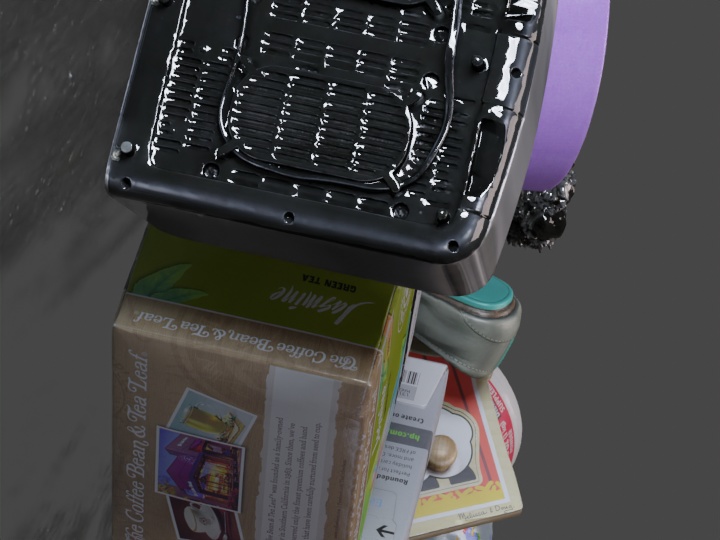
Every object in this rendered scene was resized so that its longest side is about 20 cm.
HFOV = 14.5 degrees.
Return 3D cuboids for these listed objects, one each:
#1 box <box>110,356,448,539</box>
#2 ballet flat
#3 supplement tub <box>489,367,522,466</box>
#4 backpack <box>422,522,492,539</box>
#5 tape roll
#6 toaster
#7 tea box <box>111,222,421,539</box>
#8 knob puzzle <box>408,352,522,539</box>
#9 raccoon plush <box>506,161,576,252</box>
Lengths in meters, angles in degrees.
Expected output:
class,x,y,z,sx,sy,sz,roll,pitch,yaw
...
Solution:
class,x,y,z,sx,sy,sz,roll,pitch,yaw
box,-0.047,0.122,1.548,0.041,0.155,0.200,96,7,-49
ballet flat,0.000,0.000,1.633,0.067,0.200,0.064,-35,149,-51
supplement tub,0.008,0.138,1.913,0.200,0.140,0.141,-46,154,-43
backpack,-0.019,0.160,1.693,0.163,0.199,0.154,41,63,-85
tape roll,0.084,-0.148,1.652,0.200,0.065,0.201,-177,-90,-77
toaster,0.001,-0.094,1.282,0.119,0.199,0.181,56,46,-78
tea box,-0.043,0.029,1.464,0.200,0.133,0.197,97,8,-52
knob puzzle,-0.016,0.067,1.641,0.030,0.219,0.220,101,4,-61
raccoon plush,0.053,-0.054,1.812,0.200,0.134,0.097,134,-43,-69
